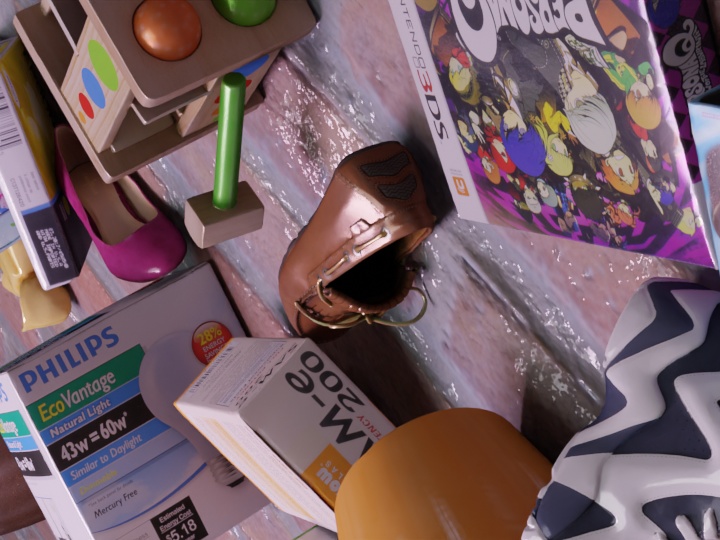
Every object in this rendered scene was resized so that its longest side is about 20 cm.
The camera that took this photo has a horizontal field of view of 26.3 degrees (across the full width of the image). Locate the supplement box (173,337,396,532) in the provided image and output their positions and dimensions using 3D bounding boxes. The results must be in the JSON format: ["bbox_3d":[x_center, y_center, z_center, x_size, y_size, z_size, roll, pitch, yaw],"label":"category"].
[{"bbox_3d":[-0.047,0.114,1.093,0.126,0.074,0.200,46,165,-13],"label":"supplement box"}]

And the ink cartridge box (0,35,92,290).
[{"bbox_3d":[-0.294,-0.108,1.399,0.200,0.047,0.199,-95,-13,-70],"label":"ink cartridge box"}]

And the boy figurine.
[{"bbox_3d":[-0.381,-0.012,1.678,0.201,0.064,0.125,55,152,21],"label":"boy figurine"}]

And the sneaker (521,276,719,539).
[{"bbox_3d":[0.154,0.115,0.693,0.129,0.201,0.079,23,178,36],"label":"sneaker"}]

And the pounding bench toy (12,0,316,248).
[{"bbox_3d":[-0.104,-0.126,0.955,0.201,0.124,0.156,59,155,4],"label":"pounding bench toy"}]

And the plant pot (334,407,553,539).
[{"bbox_3d":[0.073,0.187,0.885,0.201,0.199,0.184,88,159,-44],"label":"plant pot"}]

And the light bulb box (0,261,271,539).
[{"bbox_3d":[-0.178,0.129,1.273,0.201,0.197,0.125,63,153,-6],"label":"light bulb box"}]

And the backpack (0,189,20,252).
[{"bbox_3d":[-0.403,-0.100,1.496,0.150,0.177,0.201,35,149,55],"label":"backpack"}]

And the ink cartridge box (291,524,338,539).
[{"bbox_3d":[0.021,0.277,1.106,0.084,0.145,0.201,9,123,61],"label":"ink cartridge box"}]

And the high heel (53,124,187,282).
[{"bbox_3d":[-0.210,-0.056,1.291,0.200,0.067,0.097,29,151,55],"label":"high heel"}]

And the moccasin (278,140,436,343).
[{"bbox_3d":[0.001,0.000,0.955,0.078,0.073,0.202,62,149,17],"label":"moccasin"}]

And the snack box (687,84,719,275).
[{"bbox_3d":[0.214,-0.003,0.576,0.199,0.037,0.117,22,135,54],"label":"snack box"}]

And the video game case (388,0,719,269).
[{"bbox_3d":[0.087,-0.100,0.721,0.199,0.036,0.183,16,131,57],"label":"video game case"}]

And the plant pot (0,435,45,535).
[{"bbox_3d":[-0.545,0.305,2.155,0.187,0.199,0.188,43,149,33],"label":"plant pot"}]
